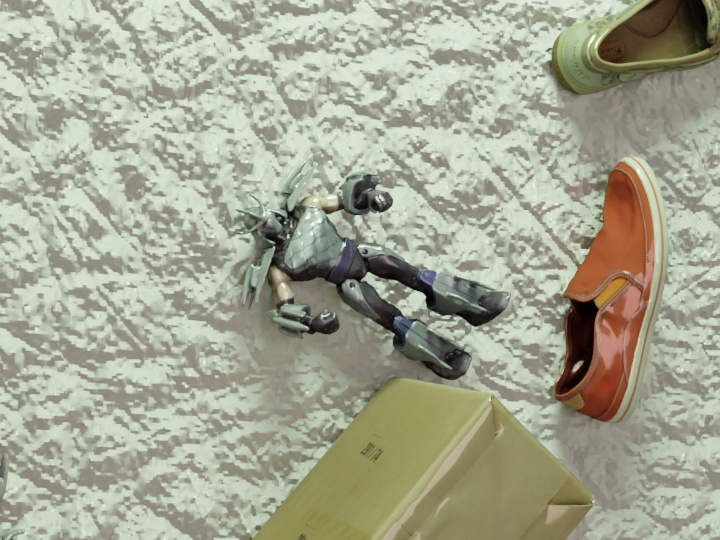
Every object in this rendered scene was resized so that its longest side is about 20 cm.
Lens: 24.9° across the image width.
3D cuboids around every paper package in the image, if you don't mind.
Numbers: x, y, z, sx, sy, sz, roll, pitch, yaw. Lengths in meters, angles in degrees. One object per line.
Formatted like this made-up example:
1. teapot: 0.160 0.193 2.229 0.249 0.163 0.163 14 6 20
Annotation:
1. paper package: 0.029 0.175 1.088 0.103 0.200 0.191 45 76 -14

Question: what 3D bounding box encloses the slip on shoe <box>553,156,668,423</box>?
1. slip on shoe: 0.186 0.013 1.220 0.061 0.074 0.201 9 91 -17

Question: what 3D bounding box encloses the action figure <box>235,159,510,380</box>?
1. action figure: 0.000 0.000 1.149 0.199 0.069 0.131 28 85 -15

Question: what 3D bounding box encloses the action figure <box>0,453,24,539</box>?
1. action figure: -0.305 0.152 1.019 0.199 0.069 0.131 21 89 -15

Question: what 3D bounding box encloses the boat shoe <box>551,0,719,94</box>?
1. boat shoe: 0.243 -0.185 1.245 0.199 0.063 0.074 -26 98 -20
